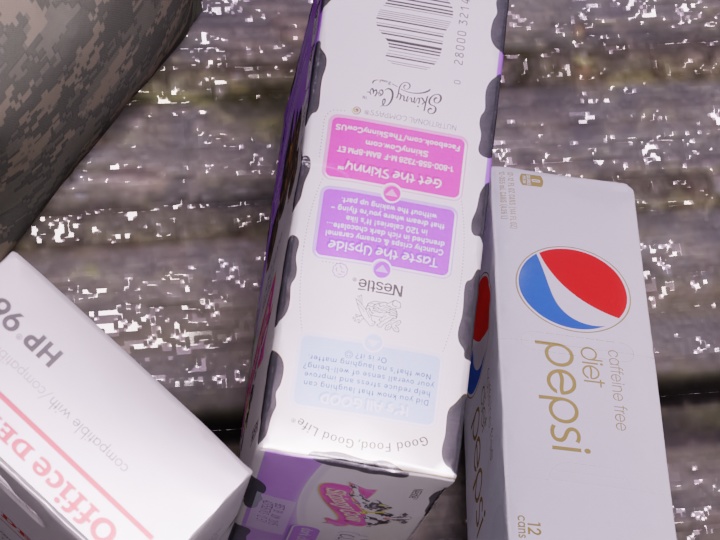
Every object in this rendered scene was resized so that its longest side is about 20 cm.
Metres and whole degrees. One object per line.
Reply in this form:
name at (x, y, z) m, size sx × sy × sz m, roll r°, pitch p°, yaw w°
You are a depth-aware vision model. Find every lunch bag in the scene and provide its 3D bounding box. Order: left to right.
lunch bag at (-0.142, -0.111, 0.787) m, size 0.117 × 0.200 × 0.164 m, roll 35°, pitch 70°, yaw 4°

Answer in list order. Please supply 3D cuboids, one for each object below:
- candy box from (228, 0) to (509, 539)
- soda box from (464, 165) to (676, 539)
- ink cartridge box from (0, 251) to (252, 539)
candy box at (0.000, 0.000, 0.787) m, size 0.071 × 0.168 × 0.201 m, roll 9°, pitch 69°, yaw -5°
soda box at (0.076, 0.052, 0.793) m, size 0.063 × 0.068 × 0.201 m, roll 7°, pitch 44°, yaw -6°
ink cartridge box at (-0.105, 0.071, 0.728) m, size 0.116 × 0.200 × 0.068 m, roll 41°, pitch 70°, yaw 6°
